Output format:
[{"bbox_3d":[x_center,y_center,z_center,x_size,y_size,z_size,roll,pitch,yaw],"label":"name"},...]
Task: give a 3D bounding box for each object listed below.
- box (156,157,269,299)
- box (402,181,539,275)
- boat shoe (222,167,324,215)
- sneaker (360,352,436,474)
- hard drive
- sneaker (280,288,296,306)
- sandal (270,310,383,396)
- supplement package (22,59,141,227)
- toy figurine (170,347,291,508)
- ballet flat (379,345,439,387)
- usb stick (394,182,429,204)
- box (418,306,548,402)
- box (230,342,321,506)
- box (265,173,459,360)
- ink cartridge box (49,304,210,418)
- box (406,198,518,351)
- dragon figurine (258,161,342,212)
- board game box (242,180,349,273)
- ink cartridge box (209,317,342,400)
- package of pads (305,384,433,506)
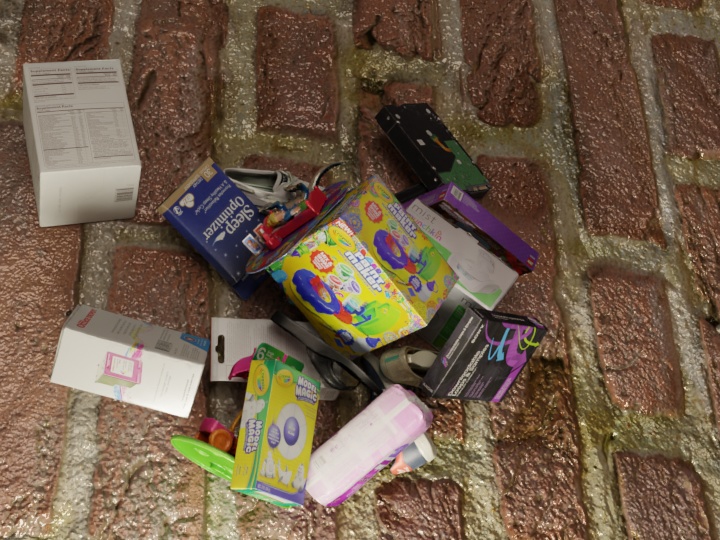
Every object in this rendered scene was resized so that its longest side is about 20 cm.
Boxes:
[{"bbox_3d":[-0.208,-0.065,1.774,0.200,0.032,0.121,47,57,-13],"label":"box"},{"bbox_3d":[0.168,-0.052,1.812,0.200,0.137,0.039,37,60,-21],"label":"box"},{"bbox_3d":[-0.133,-0.127,1.840,0.198,0.067,0.074,0,45,-15],"label":"boat shoe"},{"bbox_3d":[0.033,0.215,1.706,0.084,0.075,0.201,-33,57,3],"label":"sneaker"},{"bbox_3d":[0.126,-0.202,1.952,0.139,0.038,0.200,-15,63,-53],"label":"hard drive"},{"bbox_3d":[-0.051,-0.010,1.815,0.095,0.079,0.201,37,60,-15],"label":"sneaker"},{"bbox_3d":[-0.055,0.134,1.674,0.200,0.075,0.048,34,83,11],"label":"sandal"},{"bbox_3d":[-0.432,-0.197,1.750,0.150,0.152,0.201,-7,63,-20],"label":"supplement package"},{"bbox_3d":[-0.138,0.207,1.603,0.200,0.150,0.185,36,66,-20],"label":"toy figurine"},{"bbox_3d":[0.113,0.151,1.718,0.199,0.062,0.068,10,61,-45],"label":"ballet flat"},{"bbox_3d":[0.047,-0.101,1.858,0.200,0.055,0.033,-28,81,-49],"label":"usb stick"},{"bbox_3d":[0.187,0.130,1.702,0.199,0.144,0.036,11,25,-50],"label":"box"},{"bbox_3d":[-0.109,0.206,1.526,0.048,0.117,0.201,-7,66,31],"label":"box"},{"bbox_3d":[0.000,0.000,1.669,0.200,0.192,0.122,50,45,-11],"label":"box"},{"bbox_3d":[-0.322,0.125,1.600,0.199,0.145,0.085,17,99,-7],"label":"ink cartridge box"},{"bbox_3d":[0.120,0.016,1.777,0.200,0.177,0.097,38,58,6],"label":"box"},{"bbox_3d":[-0.091,-0.083,1.791,0.200,0.059,0.100,-41,104,-24],"label":"dragon figurine"},{"bbox_3d":[-0.104,-0.078,1.666,0.200,0.158,0.039,-46,106,-15],"label":"board game box"},{"bbox_3d":[-0.130,0.133,1.714,0.198,0.050,0.110,4,61,-13],"label":"ink cartridge box"},{"bbox_3d":[0.008,0.246,1.600,0.200,0.121,0.076,-40,73,1],"label":"package of pads"}]
